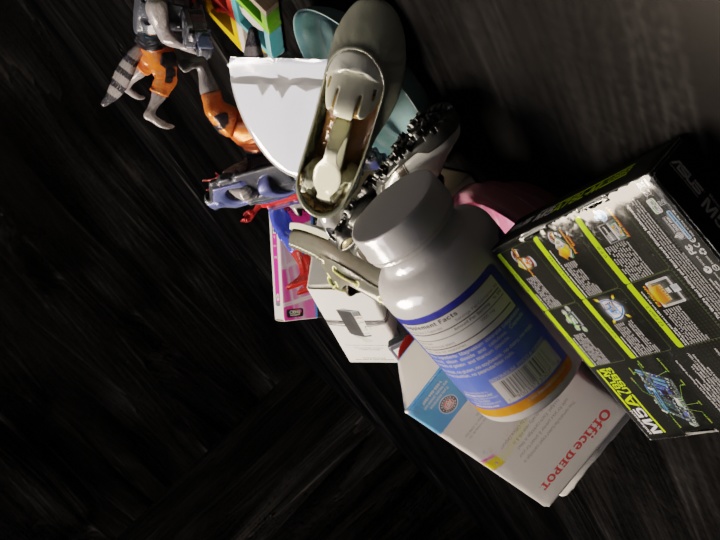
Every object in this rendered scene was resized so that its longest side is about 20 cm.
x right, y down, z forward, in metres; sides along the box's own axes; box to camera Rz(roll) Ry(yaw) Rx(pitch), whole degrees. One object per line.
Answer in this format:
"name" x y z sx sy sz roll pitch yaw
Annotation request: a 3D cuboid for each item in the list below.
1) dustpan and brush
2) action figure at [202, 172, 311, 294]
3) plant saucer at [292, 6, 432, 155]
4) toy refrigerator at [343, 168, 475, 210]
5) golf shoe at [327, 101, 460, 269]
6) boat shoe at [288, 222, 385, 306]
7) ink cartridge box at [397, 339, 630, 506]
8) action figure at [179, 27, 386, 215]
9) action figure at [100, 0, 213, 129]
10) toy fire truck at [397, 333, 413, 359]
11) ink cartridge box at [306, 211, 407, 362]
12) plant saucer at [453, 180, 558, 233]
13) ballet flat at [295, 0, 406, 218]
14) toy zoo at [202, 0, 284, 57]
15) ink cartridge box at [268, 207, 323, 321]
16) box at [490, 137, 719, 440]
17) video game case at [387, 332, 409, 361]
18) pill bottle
"dustpan and brush" -0.043 -0.111 0.955 0.138 0.057 0.202 5 119 19
"action figure" -0.125 -0.062 1.243 0.065 0.098 0.202 40 -148 -73
"plant saucer" 0.012 -0.171 0.948 0.200 0.027 0.200 46 170 10
"toy refrigerator" 0.055 -0.062 1.040 0.070 0.076 0.200 52 168 -24
"golf shoe" 0.051 -0.066 0.875 0.094 0.078 0.200 36 144 -3
"boat shoe" -0.002 0.000 1.055 0.200 0.061 0.072 21 -175 31
"ink cartridge box" 0.154 0.121 0.993 0.199 0.129 0.125 36 -168 -12
"action figure" -0.073 -0.142 1.031 0.105 0.198 0.195 -85 -16 -46
"action figure" -0.234 -0.269 1.173 0.103 0.195 0.200 7 -156 -22
"toy fire truck" 0.153 0.137 1.193 0.198 0.049 0.142 0 134 28
"ink cartridge box" 0.006 0.008 1.268 0.083 0.146 0.201 -2 149 15
"plant saucer" 0.164 -0.005 0.877 0.201 0.051 0.201 45 168 12
"ballet flat" -0.010 -0.128 0.849 0.067 0.064 0.201 21 128 3
"toy zoo" -0.135 -0.288 1.127 0.131 0.020 0.200 46 169 10
"ink cartridge box" -0.070 -0.037 1.315 0.037 0.094 0.203 -2 93 61
"box" 0.210 0.025 0.693 0.200 0.047 0.193 49 156 -5
"video game case" 0.146 0.134 1.256 0.200 0.142 0.019 52 -154 -27
"pill bottle" 0.085 0.019 0.814 0.200 0.112 0.112 48 170 -21
